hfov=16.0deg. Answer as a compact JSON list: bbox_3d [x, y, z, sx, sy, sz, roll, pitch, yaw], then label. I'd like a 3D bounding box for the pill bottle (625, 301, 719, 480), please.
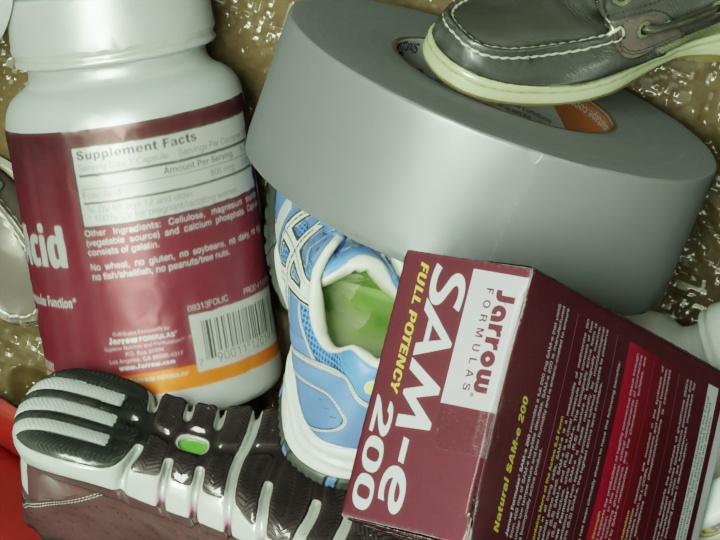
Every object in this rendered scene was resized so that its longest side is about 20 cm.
[{"bbox_3d":[0.109,0.089,1.188,0.199,0.113,0.113,-26,95,17],"label":"pill bottle"}]

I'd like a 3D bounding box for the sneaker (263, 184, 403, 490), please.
[{"bbox_3d":[0.000,0.000,1.165,0.075,0.201,0.077,4,140,-15],"label":"sneaker"}]

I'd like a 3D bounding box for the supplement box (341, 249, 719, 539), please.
[{"bbox_3d":[0.077,0.070,1.028,0.061,0.200,0.109,9,80,32],"label":"supplement box"}]

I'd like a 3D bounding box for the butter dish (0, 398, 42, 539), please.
[{"bbox_3d":[-0.194,0.186,1.252,0.199,0.148,0.201,31,108,19],"label":"butter dish"}]

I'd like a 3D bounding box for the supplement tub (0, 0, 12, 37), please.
[{"bbox_3d":[-0.269,-0.129,1.138,0.144,0.200,0.145,30,130,42],"label":"supplement tub"}]

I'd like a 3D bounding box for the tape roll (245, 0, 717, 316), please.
[{"bbox_3d":[0.053,-0.053,1.123,0.200,0.200,0.066,23,108,8],"label":"tape roll"}]

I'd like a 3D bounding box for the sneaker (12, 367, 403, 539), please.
[{"bbox_3d":[-0.065,0.120,1.174,0.199,0.076,0.116,19,135,5],"label":"sneaker"}]

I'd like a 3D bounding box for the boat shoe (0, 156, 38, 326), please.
[{"bbox_3d":[-0.220,-0.047,1.264,0.072,0.060,0.200,-39,91,18],"label":"boat shoe"}]

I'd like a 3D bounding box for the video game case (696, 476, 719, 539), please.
[{"bbox_3d":[0.151,0.167,1.183,0.199,0.023,0.182,-26,137,18],"label":"video game case"}]

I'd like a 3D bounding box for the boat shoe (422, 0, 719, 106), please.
[{"bbox_3d":[0.119,-0.123,1.100,0.072,0.200,0.066,56,147,38],"label":"boat shoe"}]

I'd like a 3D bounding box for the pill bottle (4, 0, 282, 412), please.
[{"bbox_3d":[-0.106,-0.036,1.211,0.114,0.114,0.201,-5,101,15],"label":"pill bottle"}]
